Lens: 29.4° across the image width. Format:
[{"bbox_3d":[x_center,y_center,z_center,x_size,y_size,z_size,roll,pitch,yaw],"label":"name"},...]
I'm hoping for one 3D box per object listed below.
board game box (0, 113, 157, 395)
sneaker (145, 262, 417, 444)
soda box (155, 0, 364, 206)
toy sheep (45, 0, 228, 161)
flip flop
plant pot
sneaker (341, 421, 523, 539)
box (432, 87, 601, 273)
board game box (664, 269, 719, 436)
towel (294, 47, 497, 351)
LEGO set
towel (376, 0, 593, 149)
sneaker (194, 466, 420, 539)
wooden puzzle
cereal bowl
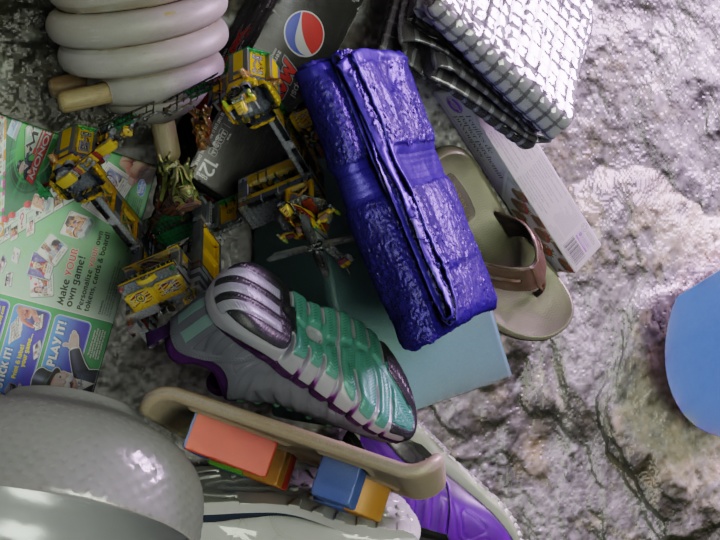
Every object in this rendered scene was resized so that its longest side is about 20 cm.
[{"bbox_3d":[-0.233,0.002,0.962,0.134,0.029,0.201,18,86,-30],"label":"board game box"},{"bbox_3d":[-0.047,0.065,0.912,0.200,0.087,0.075,39,36,-37],"label":"sneaker"},{"bbox_3d":[-0.072,-0.142,1.016,0.063,0.071,0.201,32,78,-27],"label":"soda box"},{"bbox_3d":[-0.154,-0.170,0.939,0.137,0.138,0.201,-21,119,-27],"label":"toy sheep"},{"bbox_3d":[0.117,-0.019,1.145,0.081,0.057,0.200,-42,113,-20],"label":"flip flop"},{"bbox_3d":[0.000,0.000,1.039,0.141,0.141,0.201,-16,96,-28],"label":"plant pot"},{"bbox_3d":[0.047,0.193,1.125,0.100,0.070,0.200,-46,115,-7],"label":"sneaker"},{"bbox_3d":[0.135,-0.084,1.160,0.041,0.039,0.200,-46,114,-20],"label":"box"},{"bbox_3d":[0.356,0.058,1.304,0.199,0.039,0.159,-30,113,-19],"label":"board game box"},{"bbox_3d":[0.034,-0.054,0.927,0.148,0.049,0.201,-22,91,-64],"label":"towel"},{"bbox_3d":[-0.108,-0.041,0.900,0.199,0.116,0.154,-16,130,8],"label":"LEGO set"},{"bbox_3d":[0.103,-0.208,1.077,0.165,0.085,0.201,34,51,-29],"label":"towel"},{"bbox_3d":[-0.055,0.199,1.040,0.199,0.076,0.081,6,106,-4],"label":"sneaker"},{"bbox_3d":[-0.043,0.134,0.949,0.199,0.185,0.047,13,77,7],"label":"wooden puzzle"},{"bbox_3d":[-0.198,0.130,0.908,0.199,0.200,0.084,22,63,-29],"label":"cereal bowl"}]
